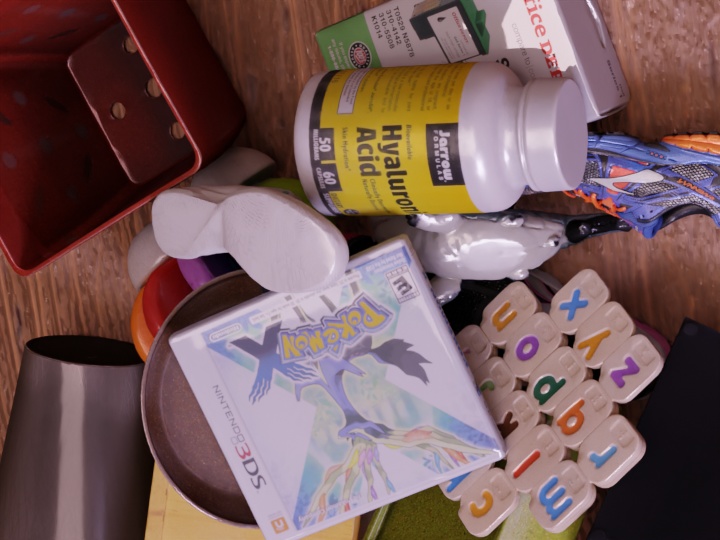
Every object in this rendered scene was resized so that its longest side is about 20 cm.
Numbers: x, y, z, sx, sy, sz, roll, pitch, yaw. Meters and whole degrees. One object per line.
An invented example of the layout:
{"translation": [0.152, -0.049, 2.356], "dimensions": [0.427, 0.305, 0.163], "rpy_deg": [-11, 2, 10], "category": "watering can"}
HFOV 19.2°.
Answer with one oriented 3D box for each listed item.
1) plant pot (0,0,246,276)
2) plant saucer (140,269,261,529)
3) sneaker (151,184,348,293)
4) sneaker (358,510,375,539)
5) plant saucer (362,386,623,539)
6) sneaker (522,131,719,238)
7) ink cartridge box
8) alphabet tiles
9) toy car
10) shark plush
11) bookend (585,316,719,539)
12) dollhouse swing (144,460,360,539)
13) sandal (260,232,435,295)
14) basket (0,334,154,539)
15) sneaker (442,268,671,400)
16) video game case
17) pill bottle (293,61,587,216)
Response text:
{"translation": [-0.209, -0.138, 1.736], "dimensions": [0.200, 0.176, 0.200], "rpy_deg": [-29, 88, 25], "category": "plant pot"}
{"translation": [-0.081, 0.099, 1.652], "dimensions": [0.037, 0.200, 0.201], "rpy_deg": [-7, 101, 65], "category": "plant saucer"}
{"translation": [-0.065, -0.035, 1.593], "dimensions": [0.200, 0.088, 0.075], "rpy_deg": [16, 112, 45], "category": "sneaker"}
{"translation": [0.008, 0.188, 1.766], "dimensions": [0.199, 0.073, 0.085], "rpy_deg": [-3, 102, 26], "category": "sneaker"}
{"translation": [0.085, 0.173, 1.647], "dimensions": [0.199, 0.048, 0.200], "rpy_deg": [8, 70, 50], "category": "plant saucer"}
{"translation": [0.203, -0.064, 1.610], "dimensions": [0.199, 0.075, 0.079], "rpy_deg": [1, 86, 17], "category": "sneaker"}
{"translation": [0.088, -0.158, 1.652], "dimensions": [0.200, 0.084, 0.146], "rpy_deg": [-20, 93, 26], "category": "ink cartridge box"}
{"translation": [0.132, 0.099, 1.595], "dimensions": [0.196, 0.015, 0.200], "rpy_deg": [-45, 45, 11], "category": "alphabet tiles"}
{"translation": [-0.108, 0.010, 1.737], "dimensions": [0.200, 0.150, 0.175], "rpy_deg": [-43, 82, 25], "category": "toy car"}
{"translation": [0.108, -0.041, 1.655], "dimensions": [0.199, 0.083, 0.091], "rpy_deg": [-14, 119, 5], "category": "shark plush"}
{"translation": [0.234, 0.173, 1.635], "dimensions": [0.092, 0.199, 0.200], "rpy_deg": [25, 66, 7], "category": "bookend"}
{"translation": [-0.086, 0.217, 1.766], "dimensions": [0.175, 0.182, 0.201], "rpy_deg": [5, 79, 3], "category": "dollhouse swing"}
{"translation": [0.000, 0.000, 1.662], "dimensions": [0.045, 0.200, 0.075], "rpy_deg": [-34, 73, 42], "category": "sandal"}
{"translation": [-0.242, 0.165, 1.841], "dimensions": [0.180, 0.136, 0.201], "rpy_deg": [17, 104, 41], "category": "basket"}
{"translation": [0.145, 0.050, 1.671], "dimensions": [0.199, 0.086, 0.081], "rpy_deg": [16, 105, 21], "category": "sneaker"}
{"translation": [-0.018, 0.092, 1.587], "dimensions": [0.200, 0.022, 0.183], "rpy_deg": [-23, 99, 14], "category": "video game case"}
{"translation": [0.061, -0.097, 1.570], "dimensions": [0.199, 0.111, 0.112], "rpy_deg": [-2, 100, 23], "category": "pill bottle"}
